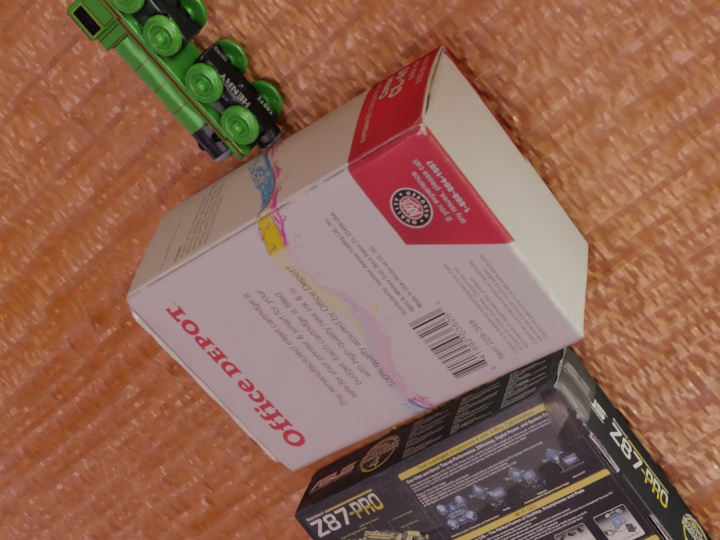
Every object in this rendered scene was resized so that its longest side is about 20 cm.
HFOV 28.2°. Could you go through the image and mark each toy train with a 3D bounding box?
[{"bbox_3d":[-0.119,-0.136,0.752,0.056,0.042,0.200,-30,106,40],"label":"toy train"}]

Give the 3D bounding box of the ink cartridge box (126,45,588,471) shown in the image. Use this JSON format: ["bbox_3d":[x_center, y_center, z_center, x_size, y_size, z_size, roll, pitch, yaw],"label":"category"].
[{"bbox_3d":[0.000,0.000,0.751,0.198,0.086,0.148,-26,118,29],"label":"ink cartridge box"}]

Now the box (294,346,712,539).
[{"bbox_3d":[0.083,0.155,0.845,0.199,0.049,0.162,-31,107,30],"label":"box"}]
